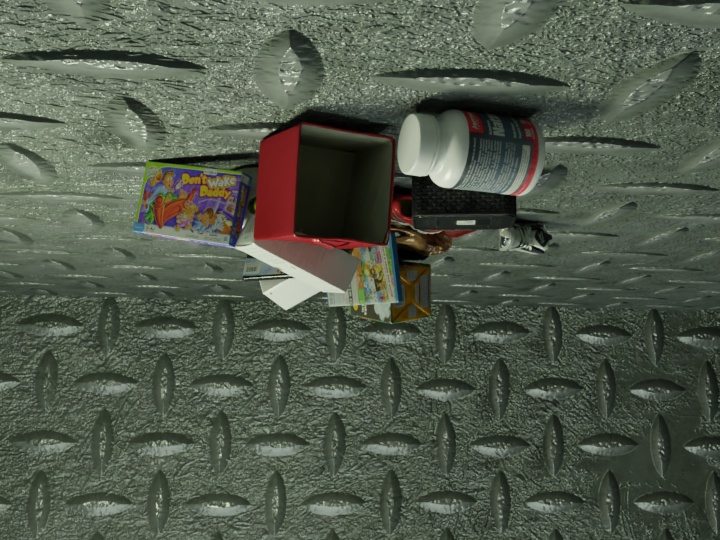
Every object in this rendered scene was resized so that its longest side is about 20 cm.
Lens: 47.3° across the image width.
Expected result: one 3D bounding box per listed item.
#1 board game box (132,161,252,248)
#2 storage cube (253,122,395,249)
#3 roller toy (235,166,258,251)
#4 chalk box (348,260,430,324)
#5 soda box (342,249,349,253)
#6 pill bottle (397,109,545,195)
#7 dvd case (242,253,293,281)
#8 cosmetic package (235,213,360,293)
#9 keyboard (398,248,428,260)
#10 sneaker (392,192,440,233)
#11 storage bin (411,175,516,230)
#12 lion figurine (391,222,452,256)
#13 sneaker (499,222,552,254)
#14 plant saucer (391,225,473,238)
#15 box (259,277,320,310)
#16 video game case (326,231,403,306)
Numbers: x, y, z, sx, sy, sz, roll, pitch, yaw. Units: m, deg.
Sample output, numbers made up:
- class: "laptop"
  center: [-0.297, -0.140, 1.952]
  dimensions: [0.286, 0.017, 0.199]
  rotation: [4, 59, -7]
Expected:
- class: "board game box"
  center: [-0.308, -0.121, 1.506]
  dimensions: [0.199, 0.135, 0.045]
  rotation: [8, 174, 18]
- class: "storage cube"
  center: [-0.062, -0.132, 1.349]
  dimensions: [0.171, 0.201, 0.180]
  rotation: [4, 177, -27]
- class: "roller toy"
  center: [-0.185, -0.117, 1.607]
  dimensions: [0.200, 0.140, 0.182]
  rotation: [-5, 158, 31]
- class: "chalk box"
  center: [0.052, 0.042, 1.897]
  dimensions: [0.124, 0.125, 0.200]
  rotation: [-8, -169, -37]
- class: "soda box"
  center: [-0.046, -0.056, 1.591]
  dimensions: [0.064, 0.068, 0.200]
  rotation: [14, 167, 2]
- class: "pill bottle"
  center: [0.165, -0.181, 1.245]
  dimensions: [0.199, 0.120, 0.120]
  rotation: [3, 171, -19]
- class: "dvd case"
  center: [-0.165, -0.074, 1.703]
  dimensions: [0.142, 0.201, 0.018]
  rotation: [-3, 154, 25]
- class: "cosmetic package"
  center: [-0.113, -0.030, 1.478]
  dimensions: [0.200, 0.074, 0.102]
  rotation: [29, 166, -23]
- class: "keyboard"
  center: [0.069, -0.041, 1.964]
  dimensions: [0.199, 0.021, 0.127]
  rotation: [2, -162, 18]
- class: "sneaker"
  center: [0.133, -0.120, 1.737]
  dimensions: [0.200, 0.077, 0.085]
  rotation: [6, 179, -33]
- class: "storage bin"
  center: [0.201, -0.136, 1.612]
  dimensions: [0.199, 0.094, 0.135]
  rotation: [0, 171, 6]
- class: "lion figurine"
  center: [0.121, -0.072, 1.839]
  dimensions: [0.122, 0.073, 0.200]
  rotation: [12, -175, 26]
- class: "sneaker"
  center: [0.399, -0.082, 1.989]
  dimensions: [0.129, 0.080, 0.199]
  rotation: [-2, 171, 10]
- class: "plant saucer"
  center: [0.183, -0.117, 1.920]
  dimensions: [0.199, 0.037, 0.200]
  rotation: [4, 171, -23]
- class: "box"
  center: [-0.156, -0.040, 1.753]
  dimensions: [0.124, 0.200, 0.097]
  rotation: [-28, 146, 12]
- class: "video game case"
  center: [0.000, 0.000, 1.719]
  dimensions: [0.200, 0.144, 0.018]
  rotation: [-6, -179, 43]
